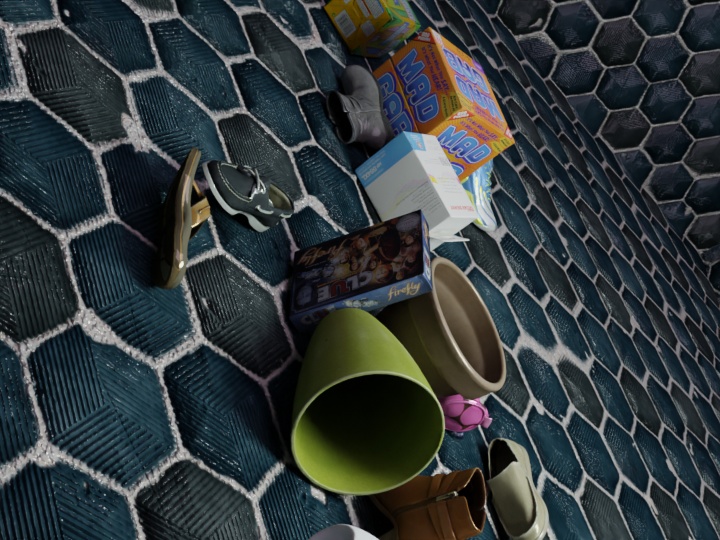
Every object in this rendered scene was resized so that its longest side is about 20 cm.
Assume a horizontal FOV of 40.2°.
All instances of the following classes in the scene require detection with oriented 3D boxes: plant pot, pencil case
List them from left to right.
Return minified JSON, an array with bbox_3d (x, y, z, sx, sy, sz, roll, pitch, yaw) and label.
[{"bbox_3d":[-0.006,0.142,1.242,0.187,0.187,0.201,40,18,-28],"label":"plant pot"},{"bbox_3d":[0.086,0.110,1.394,0.200,0.173,0.202,44,29,-32],"label":"plant pot"},{"bbox_3d":[0.154,0.159,1.562,0.092,0.092,0.202,9,44,-9],"label":"pencil case"}]

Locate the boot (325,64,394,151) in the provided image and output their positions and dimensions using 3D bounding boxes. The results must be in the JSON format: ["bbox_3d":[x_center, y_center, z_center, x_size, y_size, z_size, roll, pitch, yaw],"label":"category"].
[{"bbox_3d":[-0.016,-0.315,1.825,0.131,0.070,0.202,10,48,-49],"label":"boot"}]

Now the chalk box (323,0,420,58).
[{"bbox_3d":[0.037,-0.537,2.087,0.126,0.123,0.199,59,27,6],"label":"chalk box"}]

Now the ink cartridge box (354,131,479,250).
[{"bbox_3d":[0.106,-0.125,1.748,0.128,0.125,0.202,-4,64,-59],"label":"ink cartridge box"}]

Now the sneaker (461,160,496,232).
[{"bbox_3d":[0.248,-0.184,2.073,0.201,0.104,0.076,56,27,1],"label":"sneaker"}]

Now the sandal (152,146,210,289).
[{"bbox_3d":[-0.210,-0.059,1.193,0.053,0.080,0.202,19,48,-25],"label":"sandal"}]

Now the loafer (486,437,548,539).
[{"bbox_3d":[0.231,0.338,1.514,0.068,0.075,0.201,38,22,-28],"label":"loafer"}]

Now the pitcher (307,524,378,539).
[{"bbox_3d":[-0.001,0.387,1.032,0.202,0.120,0.172,60,34,-19],"label":"pitcher"}]

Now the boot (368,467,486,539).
[{"bbox_3d":[0.082,0.274,1.234,0.077,0.154,0.201,41,30,-25],"label":"boot"}]

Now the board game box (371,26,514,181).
[{"bbox_3d":[0.143,-0.303,1.924,0.199,0.199,0.202,20,44,-50],"label":"board game box"}]

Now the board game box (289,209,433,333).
[{"bbox_3d":[0.000,0.000,1.351,0.137,0.197,0.035,-90,156,-48],"label":"board game box"}]

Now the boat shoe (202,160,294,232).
[{"bbox_3d":[-0.147,-0.109,1.317,0.200,0.060,0.077,29,39,-72],"label":"boat shoe"}]
